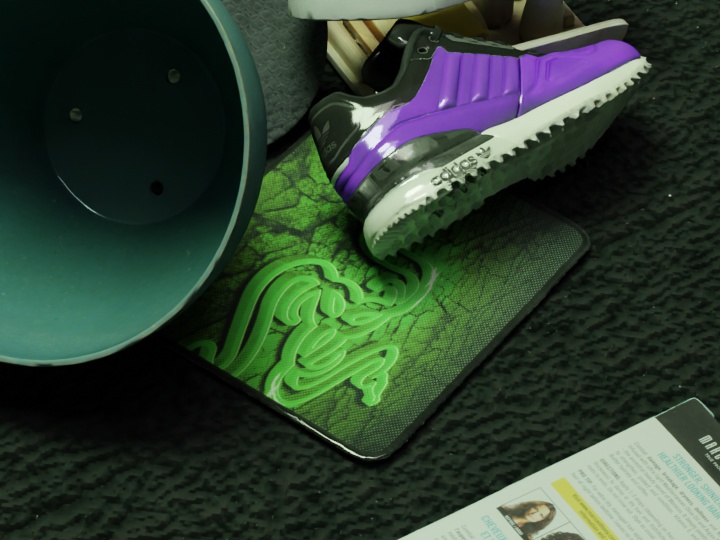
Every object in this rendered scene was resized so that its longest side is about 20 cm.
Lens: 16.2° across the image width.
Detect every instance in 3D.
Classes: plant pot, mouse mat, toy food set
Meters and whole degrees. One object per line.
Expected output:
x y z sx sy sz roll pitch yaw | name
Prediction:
-0.126 -0.065 1.173 0.199 0.202 0.135 19 10 12 | plant pot
0.000 0.000 1.231 0.160 0.008 0.200 29 49 21 | mouse mat
0.033 -0.171 1.369 0.143 0.061 0.200 -17 49 -23 | toy food set

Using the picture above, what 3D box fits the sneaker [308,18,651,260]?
0.056 -0.090 1.256 0.199 0.070 0.100 -27 72 -36 | sneaker

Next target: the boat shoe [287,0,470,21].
0.050 -0.172 1.284 0.199 0.066 0.072 -15 17 -22 | boat shoe

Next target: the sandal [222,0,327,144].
-0.059 -0.160 1.292 0.076 0.202 0.043 0 -3 -33 | sandal

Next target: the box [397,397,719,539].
0.088 0.131 1.077 0.199 0.049 0.082 -22 51 -26 | box
